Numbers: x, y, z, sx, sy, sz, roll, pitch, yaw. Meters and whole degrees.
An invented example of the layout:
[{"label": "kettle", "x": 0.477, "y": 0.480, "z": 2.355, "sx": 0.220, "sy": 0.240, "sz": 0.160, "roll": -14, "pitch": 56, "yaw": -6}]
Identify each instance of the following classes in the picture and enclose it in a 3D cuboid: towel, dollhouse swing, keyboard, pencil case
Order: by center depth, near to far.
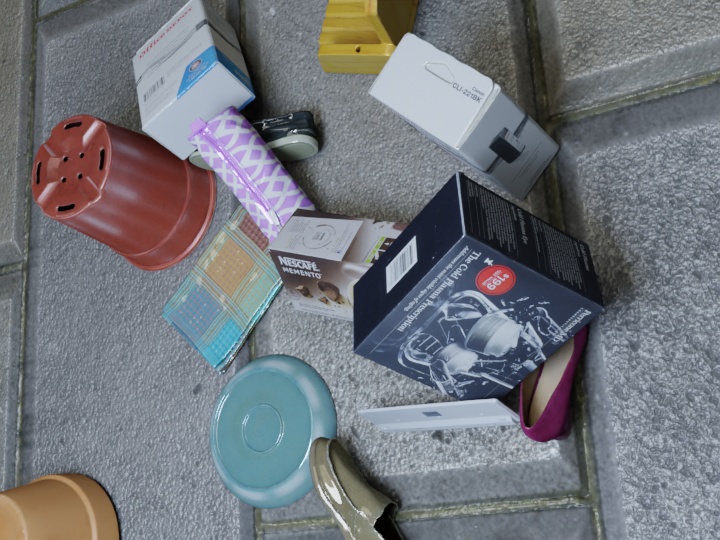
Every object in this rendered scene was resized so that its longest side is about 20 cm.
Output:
[{"label": "keyboard", "x": 0.087, "y": 0.167, "z": 1.113, "sx": 0.199, "sy": 0.056, "sz": 0.011, "roll": -12, "pitch": 48, "yaw": 40}, {"label": "dollhouse swing", "x": -0.005, "y": -0.382, "z": 1.259, "sx": 0.181, "sy": 0.176, "sz": 0.201, "roll": 8, "pitch": 83, "yaw": 31}, {"label": "pencil case", "x": -0.142, "y": -0.121, "z": 1.278, "sx": 0.084, "sy": 0.085, "sz": 0.200, "roll": -38, "pitch": 93, "yaw": 30}, {"label": "towel", "x": -0.183, "y": 0.023, "z": 1.349, "sx": 0.147, "sy": 0.022, "sz": 0.200, "roll": 40, "pitch": 98, "yaw": 31}]

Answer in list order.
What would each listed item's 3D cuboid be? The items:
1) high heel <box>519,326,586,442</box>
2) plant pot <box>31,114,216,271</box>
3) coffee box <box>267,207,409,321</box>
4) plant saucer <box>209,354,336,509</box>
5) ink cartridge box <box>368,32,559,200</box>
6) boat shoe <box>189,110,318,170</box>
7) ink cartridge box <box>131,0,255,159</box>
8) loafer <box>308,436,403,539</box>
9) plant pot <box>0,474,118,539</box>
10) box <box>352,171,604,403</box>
[{"label": "high heel", "x": 0.206, "y": 0.087, "z": 1.063, "sx": 0.067, "sy": 0.096, "sz": 0.201, "roll": -9, "pitch": 73, "yaw": 27}, {"label": "plant pot", "x": -0.343, "y": -0.119, "z": 1.374, "sx": 0.200, "sy": 0.195, "sz": 0.202, "roll": -8, "pitch": 73, "yaw": 28}, {"label": "coffee box", "x": 0.000, "y": 0.000, "z": 1.183, "sx": 0.199, "sy": 0.113, "sz": 0.080, "roll": 10, "pitch": 50, "yaw": 31}, {"label": "plant saucer", "x": -0.123, "y": 0.207, "z": 1.264, "sx": 0.199, "sy": 0.027, "sz": 0.201, "roll": -8, "pitch": 73, "yaw": 27}, {"label": "ink cartridge box", "x": 0.122, "y": -0.174, "z": 1.117, "sx": 0.144, "sy": 0.200, "sz": 0.084, "roll": 38, "pitch": 97, "yaw": 32}, {"label": "boat shoe", "x": -0.149, "y": -0.185, "z": 1.352, "sx": 0.199, "sy": 0.074, "sz": 0.066, "roll": -8, "pitch": 70, "yaw": 29}, {"label": "ink cartridge box", "x": -0.243, "y": -0.278, "z": 1.388, "sx": 0.145, "sy": 0.084, "sz": 0.200, "roll": -38, "pitch": 41, "yaw": 16}, {"label": "loafer", "x": 0.006, "y": 0.281, "z": 1.147, "sx": 0.067, "sy": 0.076, "sz": 0.201, "roll": -34, "pitch": 73, "yaw": 18}, {"label": "plant pot", "x": -0.455, "y": 0.381, "z": 1.335, "sx": 0.199, "sy": 0.140, "sz": 0.201, "roll": -7, "pitch": 75, "yaw": 28}, {"label": "box", "x": 0.119, "y": 0.029, "z": 1.029, "sx": 0.200, "sy": 0.182, "sz": 0.104, "roll": -49, "pitch": 27, "yaw": 35}]
